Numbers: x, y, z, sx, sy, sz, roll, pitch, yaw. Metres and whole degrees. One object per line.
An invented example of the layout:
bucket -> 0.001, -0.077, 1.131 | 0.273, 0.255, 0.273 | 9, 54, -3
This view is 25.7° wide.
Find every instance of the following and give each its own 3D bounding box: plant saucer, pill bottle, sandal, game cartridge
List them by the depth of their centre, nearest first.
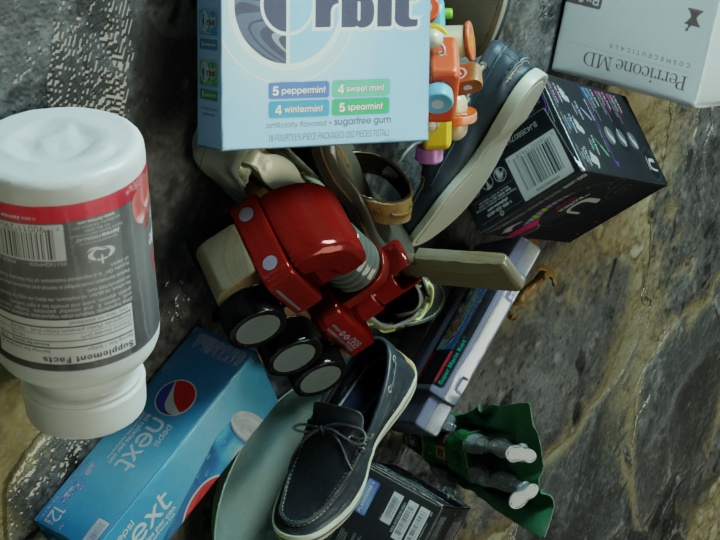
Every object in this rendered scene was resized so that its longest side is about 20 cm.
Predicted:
pill bottle -> -0.186, 0.006, 1.018 | 0.111, 0.111, 0.201 | -34, 135, -43
sandal -> 0.011, -0.071, 1.302 | 0.054, 0.082, 0.200 | -22, 137, 9
plant saucer -> -0.072, 0.180, 1.364 | 0.201, 0.039, 0.202 | -33, 133, -44
game cartridge -> 0.089, 0.060, 1.469 | 0.200, 0.038, 0.130 | -60, -173, -11

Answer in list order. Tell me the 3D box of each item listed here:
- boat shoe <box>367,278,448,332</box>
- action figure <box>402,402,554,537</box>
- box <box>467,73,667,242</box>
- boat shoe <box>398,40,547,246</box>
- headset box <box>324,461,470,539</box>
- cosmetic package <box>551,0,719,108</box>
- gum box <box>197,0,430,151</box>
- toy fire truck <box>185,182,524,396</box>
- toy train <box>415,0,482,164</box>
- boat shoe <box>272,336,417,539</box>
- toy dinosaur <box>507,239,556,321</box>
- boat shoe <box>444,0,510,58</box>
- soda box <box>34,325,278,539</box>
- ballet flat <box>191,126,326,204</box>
boat shoe -> 0.027, 0.023, 1.402 | 0.202, 0.060, 0.072 | 12, 98, -58
action figure -> 0.095, 0.166, 1.427 | 0.055, 0.200, 0.119 | -6, 96, -26
box -> 0.182, -0.101, 1.478 | 0.122, 0.106, 0.200 | -31, 163, 28
boat shoe -> 0.084, -0.107, 1.362 | 0.075, 0.062, 0.200 | -31, 158, -52
headset box -> 0.013, 0.269, 1.438 | 0.174, 0.093, 0.200 | -62, 166, -2
cosmetic package -> 0.314, -0.277, 1.566 | 0.165, 0.165, 0.201 | -11, 116, -54
gum box -> -0.031, -0.189, 1.113 | 0.169, 0.045, 0.201 | -5, 102, -30
toy fire truck -> 0.000, 0.000, 1.190 | 0.200, 0.129, 0.176 | -33, 148, 8
toy train -> 0.070, -0.172, 1.254 | 0.150, 0.055, 0.200 | 91, -2, -48
boat shoe -> -0.018, 0.139, 1.319 | 0.200, 0.074, 0.062 | -57, 142, -27
toy dinosaur -> 0.146, 0.012, 1.568 | 0.106, 0.060, 0.200 | -42, 179, 32
boat shoe -> 0.115, -0.282, 1.348 | 0.063, 0.073, 0.201 | -18, 118, -48
soda box -> -0.151, 0.142, 1.198 | 0.200, 0.064, 0.068 | -51, 144, -26
ballet flat -> -0.060, -0.060, 1.217 | 0.068, 0.064, 0.200 | -64, 149, -10
